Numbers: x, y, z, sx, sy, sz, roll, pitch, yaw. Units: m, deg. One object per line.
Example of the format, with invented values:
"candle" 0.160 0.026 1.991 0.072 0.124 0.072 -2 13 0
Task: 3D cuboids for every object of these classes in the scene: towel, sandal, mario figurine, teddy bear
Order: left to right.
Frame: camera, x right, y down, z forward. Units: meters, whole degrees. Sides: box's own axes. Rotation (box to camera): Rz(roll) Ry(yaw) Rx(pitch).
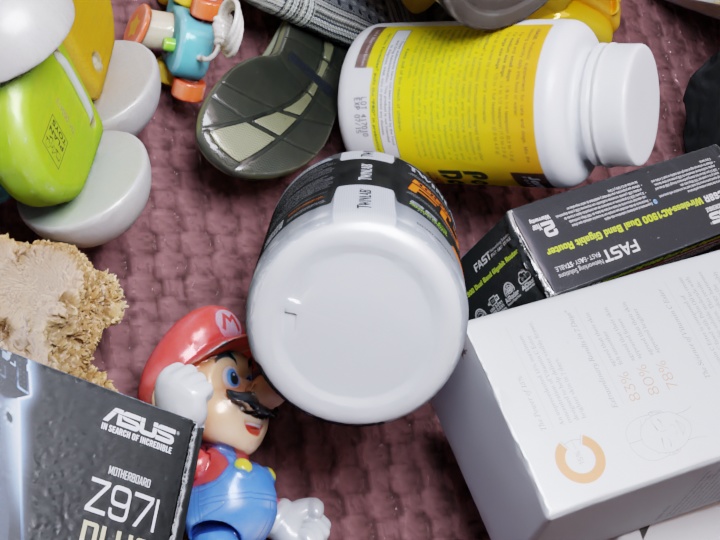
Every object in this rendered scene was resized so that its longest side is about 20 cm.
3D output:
"teddy bear" -0.191 0.084 0.760 0.144 0.067 0.202 -7 74 -20
"mario figurine" -0.064 0.113 0.769 0.105 0.124 0.202 -7 71 -15
"sandal" -0.056 -0.115 0.936 0.080 0.057 0.201 47 36 -10
"towel" -0.017 -0.251 1.003 0.192 0.034 0.202 17 54 -39

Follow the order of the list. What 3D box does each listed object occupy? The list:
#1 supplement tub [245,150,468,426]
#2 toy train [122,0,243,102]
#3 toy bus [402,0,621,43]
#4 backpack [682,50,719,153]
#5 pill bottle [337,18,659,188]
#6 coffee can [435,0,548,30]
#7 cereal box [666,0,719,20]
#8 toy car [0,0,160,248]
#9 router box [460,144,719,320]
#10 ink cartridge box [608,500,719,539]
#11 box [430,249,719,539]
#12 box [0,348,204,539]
"supplement tub" 0.000 0.000 0.809 0.122 0.123 0.200 31 16 -8
"toy train" -0.118 -0.215 0.899 0.055 0.150 0.202 7 65 -21
"toy bus" 0.147 -0.254 1.016 0.199 0.192 0.137 17 53 -34
"backpack" 0.357 -0.097 1.081 0.198 0.126 0.169 -2 88 -23
"pill bottle" 0.092 -0.111 0.911 0.109 0.198 0.110 -14 106 -60
"coffee can" 0.042 -0.268 0.877 0.146 0.147 0.200 -22 50 -34
"cereal box" 0.339 -0.215 1.115 0.143 0.200 0.040 14 102 -20
"toy car" -0.210 -0.113 0.799 0.149 0.176 0.201 -12 45 9
"router box" 0.146 -0.003 0.914 0.199 0.150 0.062 -18 74 -33
"ink cartridge box" 0.203 0.218 0.863 0.145 0.084 0.201 19 56 -16
"box" 0.160 0.081 0.816 0.198 0.098 0.125 -14 63 -18
"box" -0.190 0.125 0.633 0.199 0.086 0.165 25 56 -25
